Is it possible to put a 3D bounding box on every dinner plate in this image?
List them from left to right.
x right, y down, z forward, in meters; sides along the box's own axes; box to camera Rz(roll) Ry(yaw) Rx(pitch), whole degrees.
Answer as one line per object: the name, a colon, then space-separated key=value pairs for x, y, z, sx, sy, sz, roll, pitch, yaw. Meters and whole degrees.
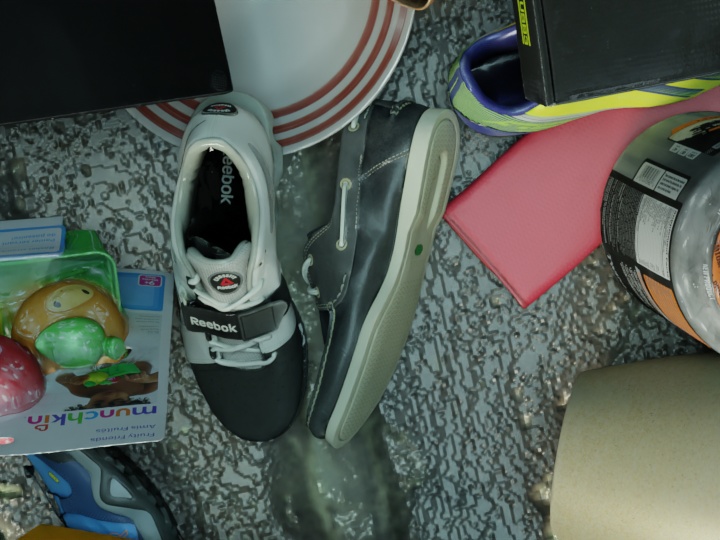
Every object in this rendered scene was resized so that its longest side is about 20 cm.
dinner plate: x=-0.064 y=-0.163 z=1.332 sx=0.198 sy=0.024 sz=0.202 roll=0 pitch=89 yaw=9

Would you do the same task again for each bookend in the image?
bookend: x=-0.212 y=-0.111 z=1.286 sx=0.198 sy=0.199 sz=0.093 roll=-12 pitch=89 yaw=-37

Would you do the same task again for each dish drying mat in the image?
dish drying mat: x=0.144 y=-0.072 z=1.349 sx=0.200 sy=0.018 sz=0.077 roll=-42 pitch=89 yaw=0

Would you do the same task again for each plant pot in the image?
plant pot: x=0.210 y=0.119 z=1.278 sx=0.198 sy=0.187 sz=0.189 roll=10 pitch=89 yaw=13

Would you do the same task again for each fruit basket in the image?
fruit basket: x=-0.194 y=0.043 z=1.248 sx=0.184 sy=0.200 sz=0.095 roll=-4 pitch=111 yaw=0

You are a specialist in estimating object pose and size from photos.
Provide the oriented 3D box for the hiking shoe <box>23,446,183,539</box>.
hiking shoe: x=-0.141 y=0.160 z=1.310 sx=0.087 sy=0.074 sz=0.200 roll=-44 pitch=90 yaw=-2

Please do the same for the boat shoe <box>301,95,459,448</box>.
boat shoe: x=0.000 y=0.000 z=1.326 sx=0.067 sy=0.072 sz=0.202 roll=14 pitch=90 yaw=18

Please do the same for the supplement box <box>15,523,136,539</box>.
supplement box: x=-0.117 y=0.263 z=1.225 sx=0.196 sy=0.133 sz=0.202 roll=7 pitch=106 yaw=22

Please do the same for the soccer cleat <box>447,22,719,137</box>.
soccer cleat: x=0.145 y=-0.124 z=1.301 sx=0.199 sy=0.084 sz=0.065 roll=-18 pitch=75 yaw=4

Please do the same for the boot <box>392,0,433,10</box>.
boot: x=0.063 y=-0.188 z=1.269 sx=0.200 sy=0.156 sz=0.077 roll=42 pitch=126 yaw=-13

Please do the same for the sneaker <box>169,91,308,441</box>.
sneaker: x=-0.076 y=0.008 z=1.295 sx=0.073 sy=0.089 sz=0.202 roll=-5 pitch=105 yaw=9

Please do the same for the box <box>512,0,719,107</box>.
box: x=0.172 y=-0.200 z=1.242 sx=0.198 sy=0.048 sz=0.195 roll=-11 pitch=101 yaw=-12

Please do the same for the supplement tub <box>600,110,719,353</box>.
supplement tub: x=0.209 y=-0.017 z=1.248 sx=0.121 sy=0.200 sz=0.124 roll=-2 pitch=100 yaw=-10
